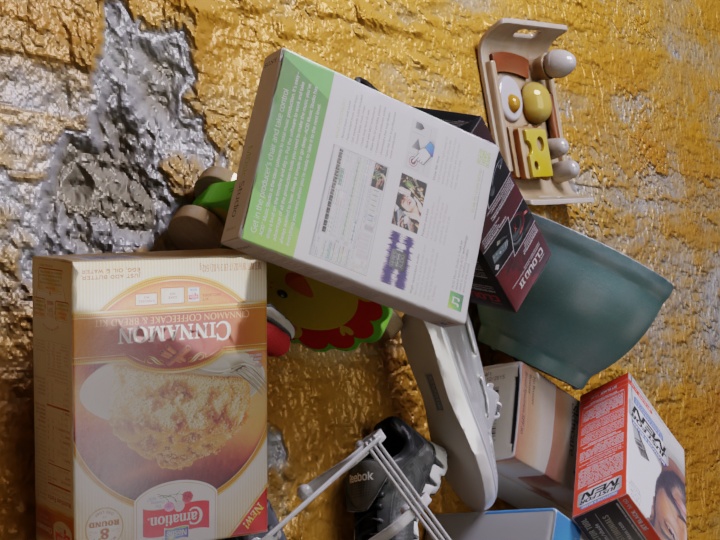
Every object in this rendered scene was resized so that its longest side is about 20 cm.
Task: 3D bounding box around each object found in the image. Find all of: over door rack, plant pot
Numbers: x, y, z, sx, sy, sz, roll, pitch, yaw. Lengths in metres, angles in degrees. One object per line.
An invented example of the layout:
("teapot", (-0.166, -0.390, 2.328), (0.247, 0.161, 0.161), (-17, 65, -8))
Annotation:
("over door rack", (-0.005, 0.236, 1.220), (0.148, 0.066, 0.200), (53, 40, 1))
("plant pot", (0.195, 0.035, 1.519), (0.200, 0.199, 0.135), (27, 88, -46))

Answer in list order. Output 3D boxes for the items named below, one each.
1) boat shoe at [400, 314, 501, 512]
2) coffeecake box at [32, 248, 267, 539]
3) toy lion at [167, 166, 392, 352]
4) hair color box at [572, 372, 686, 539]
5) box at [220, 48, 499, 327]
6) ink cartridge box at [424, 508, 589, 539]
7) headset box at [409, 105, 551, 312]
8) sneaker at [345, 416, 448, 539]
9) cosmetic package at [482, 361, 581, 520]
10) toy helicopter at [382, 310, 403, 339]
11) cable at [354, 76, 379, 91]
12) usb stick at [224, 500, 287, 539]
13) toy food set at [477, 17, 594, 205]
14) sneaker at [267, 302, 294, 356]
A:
("boat shoe", (0.096, 0.120, 1.405), (0.068, 0.072, 0.202), (-22, 93, -29))
("coffeecake box", (-0.147, 0.089, 1.071), (0.152, 0.073, 0.203), (-3, 95, -34))
("toy lion", (-0.041, -0.019, 1.208), (0.191, 0.200, 0.069), (41, 47, -15))
("hair color box", (0.258, 0.201, 1.445), (0.111, 0.064, 0.201), (53, 26, -19))
("box", (0.004, -0.057, 1.107), (0.198, 0.036, 0.146), (22, 72, -29))
("ink cartridge box", (0.169, 0.301, 1.433), (0.200, 0.144, 0.085), (38, 53, -40))
("headset box", (0.070, -0.050, 1.347), (0.075, 0.148, 0.201), (-55, 136, -23))
("sneaker", (0.016, 0.211, 1.326), (0.091, 0.066, 0.201), (49, 43, -29))
("cosmetic package", (0.176, 0.177, 1.521), (0.199, 0.087, 0.105), (32, 55, -44))
("toy helicopter", (0.000, 0.000, 1.318), (0.079, 0.132, 0.201), (-47, 141, -14))
("cable", (0.026, -0.133, 1.459), (0.200, 0.050, 0.098), (-12, 81, -65))
("usb stick", (-0.057, 0.277, 1.237), (0.055, 0.032, 0.202), (-41, 113, -48))
("toy food set", (0.201, -0.171, 1.663), (0.143, 0.060, 0.203), (-7, 86, -53))
("sneaker", (-0.139, 0.053, 1.166), (0.198, 0.077, 0.086), (13, 78, -39))
